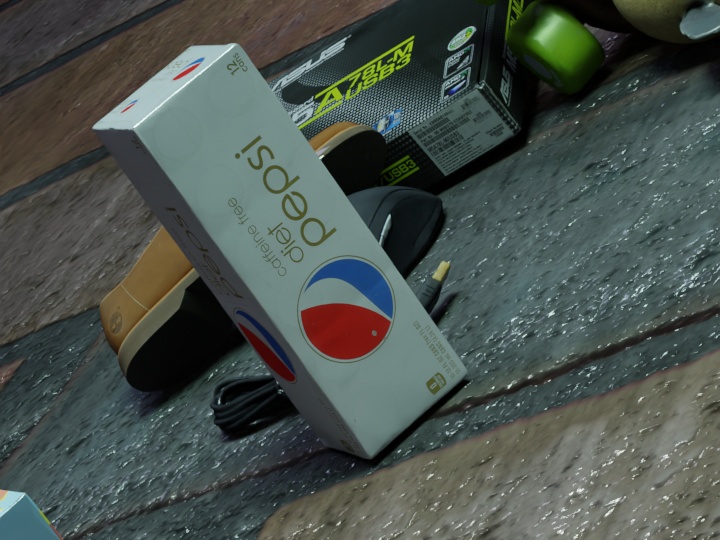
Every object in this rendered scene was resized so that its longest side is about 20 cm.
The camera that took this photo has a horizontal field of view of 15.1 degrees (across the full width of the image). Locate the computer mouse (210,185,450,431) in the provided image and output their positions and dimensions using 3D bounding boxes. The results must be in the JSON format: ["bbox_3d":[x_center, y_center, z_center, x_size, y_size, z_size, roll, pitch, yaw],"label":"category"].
[{"bbox_3d":[0.000,0.000,1.452,0.140,0.046,0.200,-19,24,45],"label":"computer mouse"}]

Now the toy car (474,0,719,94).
[{"bbox_3d":[0.163,-0.183,1.479,0.164,0.158,0.200,-51,32,-6],"label":"toy car"}]

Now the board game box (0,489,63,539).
[{"bbox_3d":[-0.113,0.182,0.946,0.105,0.200,0.103,-43,19,-23],"label":"board game box"}]

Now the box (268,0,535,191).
[{"bbox_3d":[0.013,-0.097,1.641,0.200,0.048,0.193,-30,27,24],"label":"box"}]

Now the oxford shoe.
[{"bbox_3d":[-0.073,-0.024,1.543,0.200,0.071,0.071,-40,54,6],"label":"oxford shoe"}]

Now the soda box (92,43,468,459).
[{"bbox_3d":[-0.037,-0.009,1.291,0.068,0.200,0.064,-40,17,-16],"label":"soda box"}]
